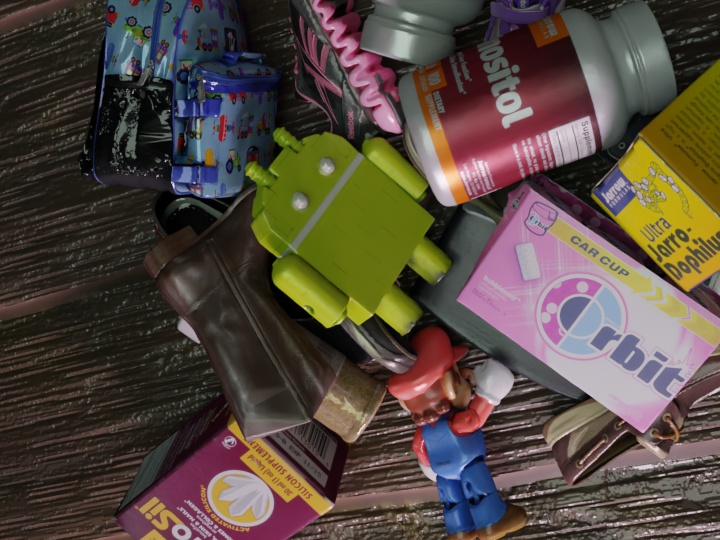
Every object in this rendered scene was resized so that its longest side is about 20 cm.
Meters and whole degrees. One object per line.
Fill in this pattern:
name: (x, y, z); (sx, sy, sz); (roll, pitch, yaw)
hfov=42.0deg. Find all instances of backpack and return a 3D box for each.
backpack: (-0.153, -0.174, 0.846); (0.133, 0.182, 0.203); (8, 98, 18)

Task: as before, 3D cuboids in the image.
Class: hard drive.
hard drive: (0.153, 0.028, 0.873); (0.199, 0.042, 0.136); (32, 107, 7)

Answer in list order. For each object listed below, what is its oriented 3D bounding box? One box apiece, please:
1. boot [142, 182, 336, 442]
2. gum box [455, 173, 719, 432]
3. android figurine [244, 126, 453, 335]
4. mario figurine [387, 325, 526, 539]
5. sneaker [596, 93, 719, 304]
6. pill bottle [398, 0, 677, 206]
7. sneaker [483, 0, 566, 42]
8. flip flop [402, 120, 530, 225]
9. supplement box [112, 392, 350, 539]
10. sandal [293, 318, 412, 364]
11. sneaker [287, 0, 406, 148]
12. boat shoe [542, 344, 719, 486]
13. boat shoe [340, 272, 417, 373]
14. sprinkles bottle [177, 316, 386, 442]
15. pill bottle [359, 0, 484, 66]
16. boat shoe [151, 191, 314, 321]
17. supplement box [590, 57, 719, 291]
boot: (-0.066, 0.029, 0.822); (0.185, 0.064, 0.201); (-33, 76, -15)
gum box: (0.185, 0.021, 0.770); (0.199, 0.066, 0.114); (35, 115, 6)
android figurine: (-0.012, -0.041, 0.821); (0.200, 0.183, 0.041); (42, 148, -8)
mario figurine: (0.100, 0.149, 0.892); (0.122, 0.106, 0.203); (-19, 84, 12)
sneaker: (0.254, -0.050, 0.803); (0.144, 0.077, 0.205); (20, 96, -1)
pill bottle: (0.138, -0.136, 0.742); (0.198, 0.113, 0.114); (-20, 96, 10)
sneaker: (0.142, -0.212, 0.803); (0.079, 0.088, 0.203); (7, 104, 12)
flip flop: (0.122, -0.081, 0.828); (0.081, 0.058, 0.200); (-41, 76, -15)
supplement box: (-0.127, 0.208, 0.934); (0.131, 0.104, 0.200); (44, 116, -13)
sandal: (-0.045, 0.069, 0.942); (0.197, 0.043, 0.077); (-5, 107, 6)
sneaker: (-0.037, -0.200, 0.868); (0.095, 0.079, 0.202); (-28, 92, 30)
boat shoe: (0.260, 0.134, 0.838); (0.199, 0.072, 0.073); (-31, 55, 23)
boat shoe: (0.000, 0.000, 0.871); (0.073, 0.074, 0.201); (-37, 71, 11)
sprinkles bottle: (-0.072, 0.080, 0.877); (0.199, 0.068, 0.069); (34, 108, -4)
pill bottle: (0.062, -0.278, 0.795); (0.111, 0.112, 0.203); (18, 103, 11)
boat shoe: (-0.118, -0.015, 0.911); (0.200, 0.063, 0.074); (30, 74, 13)
supplement box: (0.289, -0.100, 0.700); (0.200, 0.109, 0.110); (-41, 80, -15)
